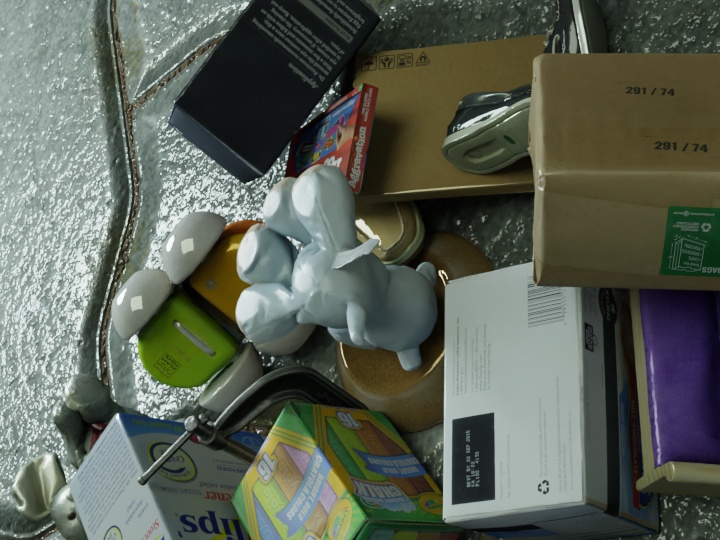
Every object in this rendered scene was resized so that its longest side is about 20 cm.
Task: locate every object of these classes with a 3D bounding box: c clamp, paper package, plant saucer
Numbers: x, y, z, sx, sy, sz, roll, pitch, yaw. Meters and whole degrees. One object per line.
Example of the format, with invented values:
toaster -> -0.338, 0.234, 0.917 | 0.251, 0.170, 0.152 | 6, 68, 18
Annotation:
c clamp -> -0.084, 0.155, 1.169 | 0.171, 0.199, 0.027 | -46, 49, 11
paper package -> 0.225, -0.077, 0.951 | 0.197, 0.105, 0.192 | 1, 37, 6
plant saucer -> 0.044, 0.052, 1.220 | 0.198, 0.035, 0.203 | -18, 60, 35

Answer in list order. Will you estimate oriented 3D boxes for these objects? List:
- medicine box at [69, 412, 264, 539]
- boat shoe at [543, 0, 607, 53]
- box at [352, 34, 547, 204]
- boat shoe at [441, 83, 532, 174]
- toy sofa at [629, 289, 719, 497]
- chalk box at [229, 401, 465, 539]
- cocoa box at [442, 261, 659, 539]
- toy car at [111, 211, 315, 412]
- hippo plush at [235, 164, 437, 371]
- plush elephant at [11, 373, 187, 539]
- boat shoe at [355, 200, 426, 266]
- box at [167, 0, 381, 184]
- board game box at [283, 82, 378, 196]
medicine box -> -0.149, 0.248, 1.195 | 0.103, 0.181, 0.201 | -54, 46, 21
boat shoe -> 0.197, -0.192, 1.169 | 0.060, 0.074, 0.203 | -19, 68, 28
box -> 0.087, -0.144, 1.214 | 0.197, 0.021, 0.166 | -4, 64, 13
boat shoe -> 0.154, -0.140, 1.105 | 0.199, 0.072, 0.068 | -11, 50, 47
toy sofa -> 0.258, 0.065, 0.967 | 0.098, 0.082, 0.203 | 125, 149, -64
chalk box -> -0.003, 0.228, 1.112 | 0.200, 0.123, 0.125 | 49, 116, 42
cocoa box -> 0.154, 0.110, 1.032 | 0.132, 0.131, 0.203 | -14, 63, 35
toy car -> -0.149, 0.031, 1.333 | 0.200, 0.175, 0.150 | -46, 14, 16
hippo plush -> 0.000, 0.000, 1.142 | 0.199, 0.159, 0.162 | -2, 76, 48
plush elephant -> -0.273, 0.223, 1.344 | 0.200, 0.163, 0.157 | -36, 30, 61
boat shoe -> -0.002, -0.076, 1.259 | 0.072, 0.076, 0.200 | -41, 38, 3
box -> -0.095, -0.205, 1.315 | 0.201, 0.117, 0.197 | -53, 9, -5
board game box -> -0.036, -0.107, 1.246 | 0.200, 0.019, 0.105 | 159, 122, -66
